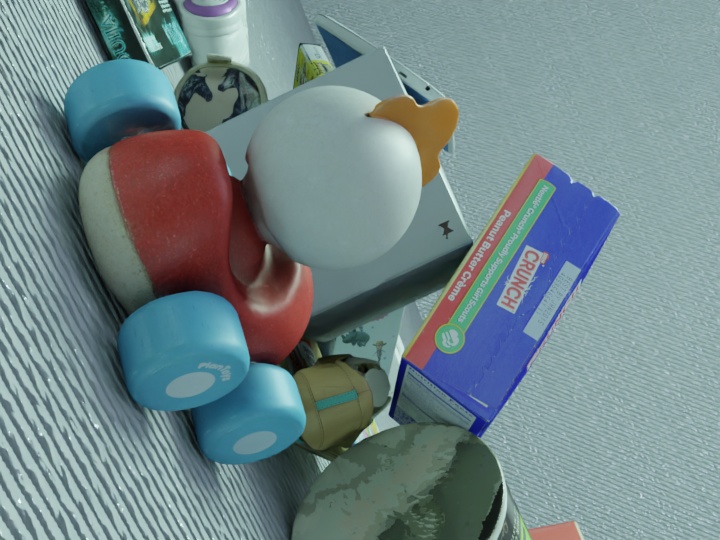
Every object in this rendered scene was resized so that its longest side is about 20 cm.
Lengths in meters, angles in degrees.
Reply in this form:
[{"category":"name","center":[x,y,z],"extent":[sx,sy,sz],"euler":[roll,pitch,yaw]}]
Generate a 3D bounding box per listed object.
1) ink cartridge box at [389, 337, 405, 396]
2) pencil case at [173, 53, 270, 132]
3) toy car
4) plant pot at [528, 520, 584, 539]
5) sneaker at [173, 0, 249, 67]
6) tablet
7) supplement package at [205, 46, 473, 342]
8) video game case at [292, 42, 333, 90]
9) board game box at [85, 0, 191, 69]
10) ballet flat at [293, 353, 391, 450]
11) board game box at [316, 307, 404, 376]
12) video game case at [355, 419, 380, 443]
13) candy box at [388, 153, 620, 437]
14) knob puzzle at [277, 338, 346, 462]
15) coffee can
[{"category":"ink cartridge box","center":[-0.006,0.048,1.322],"extent":[0.115,0.067,0.202],"euler":[-30,98,-85]},{"category":"pencil case","center":[-0.099,-0.120,1.007],"extent":[0.200,0.077,0.091],"euler":[39,46,-79]},{"category":"toy car","center":[-0.032,-0.029,0.633],"extent":[0.177,0.198,0.186],"euler":[59,10,-59]},{"category":"plant pot","center":[0.200,0.394,1.379],"extent":[0.200,0.176,0.202],"euler":[-22,90,-85]},{"category":"sneaker","center":[-0.147,-0.232,1.156],"extent":[0.200,0.074,0.101],"euler":[-101,-174,-65]},{"category":"tablet","center":[0.026,-0.153,0.984],"extent":[0.130,0.014,0.200],"euler":[35,0,6]},{"category":"supplement package","center":[-0.007,-0.046,0.891],"extent":[0.200,0.151,0.152],"euler":[36,30,-81]},{"category":"video game case","center":[-0.046,-0.095,1.132],"extent":[0.181,0.025,0.202],"euler":[-114,-151,-59]},{"category":"board game box","center":[-0.176,-0.212,0.874],"extent":[0.200,0.028,0.136],"euler":[-94,161,-77]},{"category":"ballet flat","center":[-0.006,0.090,0.823],"extent":[0.200,0.062,0.069],"euler":[-7,77,-85]},{"category":"board game box","center":[0.000,0.000,1.108],"extent":[0.148,0.064,0.202],"euler":[-106,-158,-56]},{"category":"video game case","center":[0.014,0.197,1.163],"extent":[0.200,0.018,0.144],"euler":[-68,136,-83]},{"category":"candy box","center":[0.095,0.038,0.836],"extent":[0.077,0.170,0.200],"euler":[33,-16,8]},{"category":"knob puzzle","center":[-0.065,0.050,0.894],"extent":[0.220,0.030,0.222],"euler":[-23,90,-84]},{"category":"coffee can","center":[0.057,0.224,0.788],"extent":[0.147,0.145,0.201],"euler":[-106,171,-55]}]
